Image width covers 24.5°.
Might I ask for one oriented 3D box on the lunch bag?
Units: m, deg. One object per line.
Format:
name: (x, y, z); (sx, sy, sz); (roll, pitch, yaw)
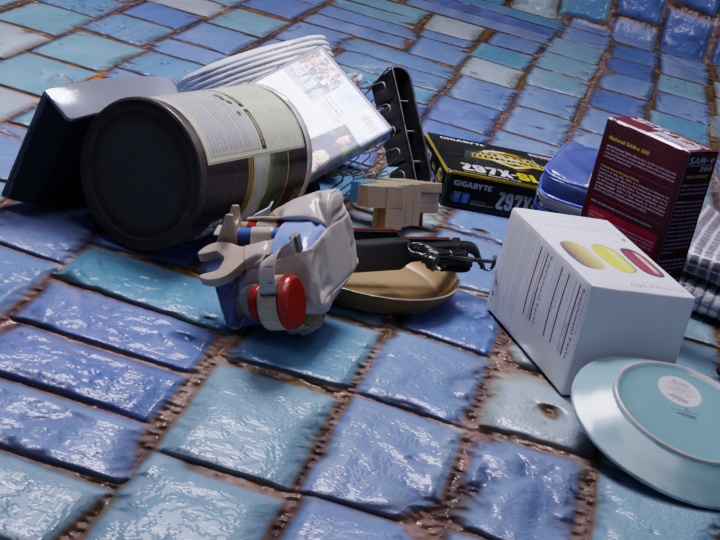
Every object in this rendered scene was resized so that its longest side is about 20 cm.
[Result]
lunch bag: (0.261, -0.069, 1.864); (0.135, 0.133, 0.200); (17, 18, 9)

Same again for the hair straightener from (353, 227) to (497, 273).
hair straightener: (0.059, -0.008, 1.627); (0.199, 0.041, 0.077); (6, 20, -35)

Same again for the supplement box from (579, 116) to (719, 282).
supplement box: (0.284, -0.046, 1.708); (0.061, 0.202, 0.108); (-6, 27, -46)

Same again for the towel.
towel: (0.421, -0.004, 1.867); (0.164, 0.086, 0.200); (20, 19, 14)

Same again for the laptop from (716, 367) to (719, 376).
laptop: (0.478, 0.099, 1.587); (0.198, 0.104, 0.177); (6, 20, -21)

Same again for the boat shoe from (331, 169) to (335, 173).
boat shoe: (-0.054, -0.141, 1.961); (0.199, 0.075, 0.073); (-17, 46, -44)

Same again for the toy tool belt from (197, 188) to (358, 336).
toy tool belt: (-0.085, 0.003, 1.469); (0.122, 0.126, 0.200); (-4, 21, 20)

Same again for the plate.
plate: (0.276, 0.128, 1.416); (0.198, 0.026, 0.201); (14, 32, -9)

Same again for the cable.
cable: (-0.123, -0.223, 1.989); (0.199, 0.070, 0.199); (-15, -1, -43)

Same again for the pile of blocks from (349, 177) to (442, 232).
pile of blocks: (0.027, -0.066, 1.807); (0.081, 0.063, 0.200); (7, 6, 18)

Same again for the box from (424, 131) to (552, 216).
box: (0.182, -0.112, 2.063); (0.198, 0.050, 0.160); (10, 21, -12)

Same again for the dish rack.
dish rack: (-0.015, -0.156, 1.903); (0.199, 0.155, 0.054); (-3, -14, -41)

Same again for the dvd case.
dvd case: (-0.083, -0.156, 1.819); (0.199, 0.018, 0.143); (-30, 65, -22)

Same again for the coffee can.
coffee can: (-0.159, -0.107, 1.646); (0.145, 0.148, 0.199); (23, 21, 25)

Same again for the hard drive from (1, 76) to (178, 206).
hard drive: (-0.262, -0.127, 1.663); (0.042, 0.136, 0.200); (37, 25, 20)

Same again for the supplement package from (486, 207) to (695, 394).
supplement package: (0.215, 0.031, 1.582); (0.113, 0.111, 0.200); (6, 20, -20)

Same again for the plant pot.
plant pot: (0.000, 0.000, 1.646); (0.198, 0.028, 0.200); (12, 18, -4)
